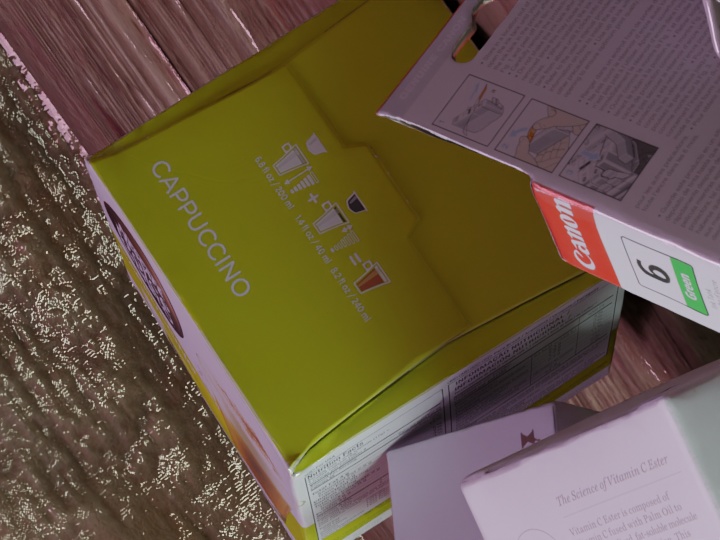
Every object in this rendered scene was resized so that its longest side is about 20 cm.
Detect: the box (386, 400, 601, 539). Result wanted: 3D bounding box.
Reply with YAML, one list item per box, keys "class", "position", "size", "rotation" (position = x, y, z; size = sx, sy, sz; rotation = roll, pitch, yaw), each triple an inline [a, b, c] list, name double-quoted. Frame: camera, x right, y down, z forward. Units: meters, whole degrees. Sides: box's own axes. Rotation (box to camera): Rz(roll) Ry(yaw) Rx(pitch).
- class: "box"
  position: [0.120, 0.162, 1.374]
  size: [0.200, 0.106, 0.153]
  rotation: [17, -118, -48]

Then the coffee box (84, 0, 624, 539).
- class: "coffee box"
  position: [0.000, 0.000, 1.434]
  size: [0.200, 0.200, 0.198]
  rotation: [56, 172, 17]

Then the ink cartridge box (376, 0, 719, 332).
- class: "ink cartridge box"
  position: [0.116, -0.043, 0.897]
  size: [0.200, 0.109, 0.050]
  rotation: [25, 158, 34]

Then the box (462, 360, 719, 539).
- class: "box"
  position: [0.162, 0.146, 1.203]
  size: [0.152, 0.106, 0.200]
  rotation: [-29, 84, 52]

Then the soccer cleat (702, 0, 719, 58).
- class: "soccer cleat"
  position: [0.126, -0.112, 0.790]
  size: [0.200, 0.068, 0.085]
  rotation: [106, 165, -83]
